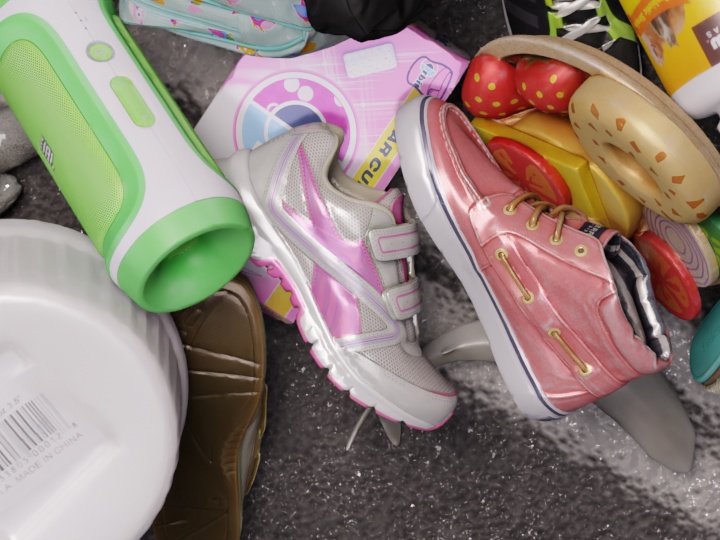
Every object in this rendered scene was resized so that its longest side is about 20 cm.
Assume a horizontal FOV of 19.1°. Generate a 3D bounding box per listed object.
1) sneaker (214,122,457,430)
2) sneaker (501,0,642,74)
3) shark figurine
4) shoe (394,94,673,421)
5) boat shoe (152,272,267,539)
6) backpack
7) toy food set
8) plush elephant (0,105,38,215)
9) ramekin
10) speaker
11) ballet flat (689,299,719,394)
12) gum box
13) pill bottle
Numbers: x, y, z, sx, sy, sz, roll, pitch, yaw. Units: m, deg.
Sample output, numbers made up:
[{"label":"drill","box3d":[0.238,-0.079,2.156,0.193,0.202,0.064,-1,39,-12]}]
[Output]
[{"label":"sneaker","box3d":[0.000,0.000,1.215,0.088,0.081,0.200,-35,97,11]},{"label":"sneaker","box3d":[0.109,-0.175,1.245,0.072,0.083,0.200,-22,99,7]},{"label":"shark figurine","box3d":[0.101,0.059,1.292,0.214,0.090,0.129,4,100,0]},{"label":"shoe","box3d":[0.099,-0.019,1.203,0.091,0.071,0.201,-25,92,30]},{"label":"boat shoe","box3d":[-0.093,0.080,1.295,0.074,0.066,0.201,11,118,1]},{"label":"backpack","box3d":[-0.052,-0.187,1.153,0.200,0.167,0.127,15,116,29]},{"label":"toy food set","box3d":[0.138,-0.053,1.220,0.049,0.200,0.198,-48,139,-19]},{"label":"plush elephant","box3d":[-0.273,-0.028,1.249,0.200,0.165,0.155,-22,59,22]},{"label":"ramekin","box3d":[-0.191,0.081,1.171,0.200,0.098,0.201,-2,106,-8]},{"label":"speaker","box3d":[-0.138,-0.075,1.183,0.088,0.088,0.200,-39,64,9]},{"label":"ballet flat","box3d":[0.250,0.013,1.243,0.062,0.200,0.068,8,62,-9]},{"label":"gum box","box3d":[-0.036,-0.076,1.280,0.113,0.066,0.200,34,101,-3]},{"label":"pill bottle","box3d":[0.196,-0.159,1.166,0.109,0.109,0.200,-28,84,8]}]
